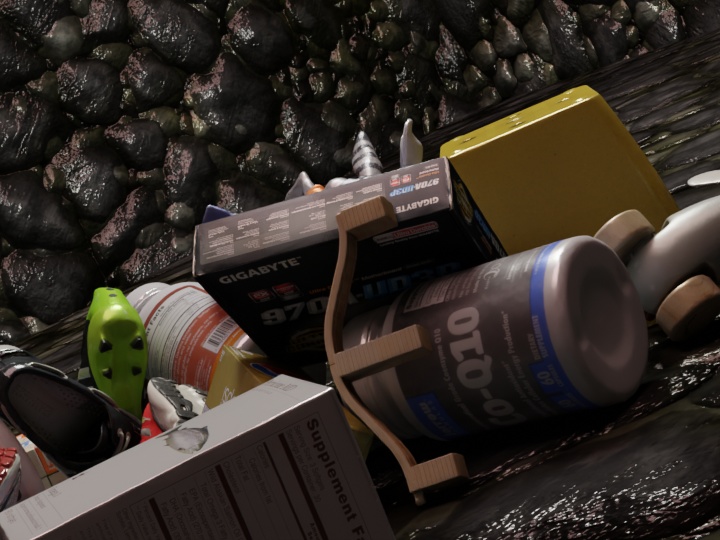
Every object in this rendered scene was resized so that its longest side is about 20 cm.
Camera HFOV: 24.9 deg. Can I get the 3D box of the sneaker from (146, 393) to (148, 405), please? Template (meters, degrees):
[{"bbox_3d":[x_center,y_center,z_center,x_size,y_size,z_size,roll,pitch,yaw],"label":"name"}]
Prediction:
[{"bbox_3d":[-0.185,0.135,1.568,0.090,0.079,0.200,-30,0,16],"label":"sneaker"}]

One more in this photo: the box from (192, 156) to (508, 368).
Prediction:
[{"bbox_3d":[0.000,0.000,1.186,0.198,0.046,0.159,-14,-34,17],"label":"box"}]

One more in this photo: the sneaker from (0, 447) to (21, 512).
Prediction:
[{"bbox_3d":[-0.286,0.203,1.150,0.077,0.083,0.201,-7,36,15],"label":"sneaker"}]

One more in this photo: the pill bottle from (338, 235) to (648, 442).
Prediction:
[{"bbox_3d":[0.086,0.054,1.119,0.199,0.115,0.114,-18,9,37],"label":"pill bottle"}]

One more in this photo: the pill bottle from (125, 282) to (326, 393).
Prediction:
[{"bbox_3d":[-0.129,0.074,1.413,0.112,0.113,0.199,-28,29,-31],"label":"pill bottle"}]

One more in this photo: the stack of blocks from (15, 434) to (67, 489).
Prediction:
[{"bbox_3d":[-0.363,0.215,1.559,0.198,0.059,0.115,-24,8,-6],"label":"stack of blocks"}]

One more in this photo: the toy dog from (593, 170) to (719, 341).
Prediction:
[{"bbox_3d":[0.263,-0.020,1.181,0.198,0.133,0.097,-16,-24,-2],"label":"toy dog"}]

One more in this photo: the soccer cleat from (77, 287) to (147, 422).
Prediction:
[{"bbox_3d":[-0.216,0.110,1.400,0.067,0.202,0.081,1,30,-20],"label":"soccer cleat"}]

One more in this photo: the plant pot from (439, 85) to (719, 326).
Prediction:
[{"bbox_3d":[0.157,-0.041,1.321,0.198,0.178,0.200,-23,7,7],"label":"plant pot"}]

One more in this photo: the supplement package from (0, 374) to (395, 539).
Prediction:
[{"bbox_3d":[-0.095,0.157,0.944,0.199,0.118,0.117,-25,7,-17],"label":"supplement package"}]

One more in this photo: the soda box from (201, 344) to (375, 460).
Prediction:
[{"bbox_3d":[-0.056,0.111,1.151,0.067,0.065,0.200,17,5,-19],"label":"soda box"}]

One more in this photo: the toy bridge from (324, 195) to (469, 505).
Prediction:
[{"bbox_3d":[0.014,0.056,1.065,0.067,0.202,0.027,-20,-18,16],"label":"toy bridge"}]

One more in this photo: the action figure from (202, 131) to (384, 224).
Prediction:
[{"bbox_3d":[-0.020,-0.055,1.296,0.198,0.106,0.194,16,9,-9],"label":"action figure"}]

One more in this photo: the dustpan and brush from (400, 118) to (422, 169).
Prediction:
[{"bbox_3d":[0.056,-0.032,1.448,0.057,0.202,0.140,6,9,0],"label":"dustpan and brush"}]

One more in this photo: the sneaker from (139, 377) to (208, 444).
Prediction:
[{"bbox_3d":[-0.127,0.157,1.252,0.076,0.086,0.200,15,15,-21],"label":"sneaker"}]

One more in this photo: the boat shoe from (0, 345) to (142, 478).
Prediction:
[{"bbox_3d":[-0.225,0.133,1.313,0.060,0.199,0.076,19,76,55],"label":"boat shoe"}]

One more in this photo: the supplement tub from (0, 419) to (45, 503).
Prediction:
[{"bbox_3d":[-0.352,0.207,1.256,0.199,0.146,0.145,-28,9,-31],"label":"supplement tub"}]
